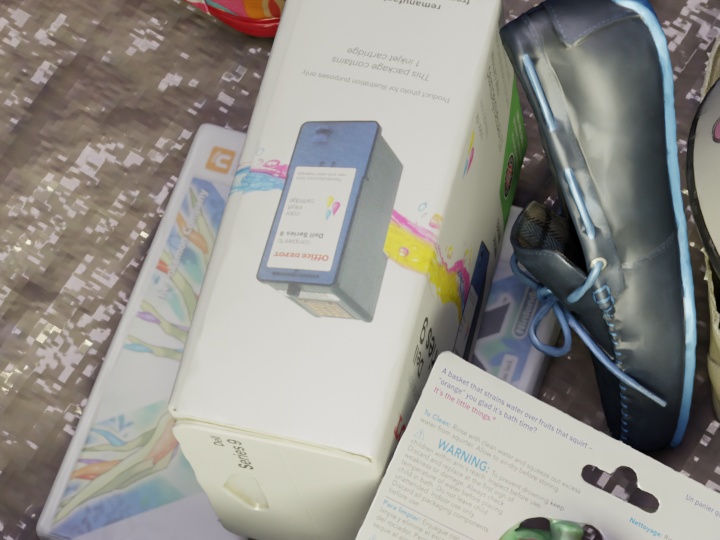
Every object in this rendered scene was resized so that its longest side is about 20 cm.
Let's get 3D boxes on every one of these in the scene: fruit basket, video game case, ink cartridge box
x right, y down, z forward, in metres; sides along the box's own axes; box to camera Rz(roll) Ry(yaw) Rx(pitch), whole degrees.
[{"bbox_3d":[0.062,0.158,0.961,0.185,0.094,0.201,27,75,-18],"label":"fruit basket"},{"bbox_3d":[-0.019,0.048,1.102,0.182,0.022,0.201,15,71,15],"label":"video game case"},{"bbox_3d":[0.000,0.000,1.029,0.087,0.145,0.201,12,69,13],"label":"ink cartridge box"}]

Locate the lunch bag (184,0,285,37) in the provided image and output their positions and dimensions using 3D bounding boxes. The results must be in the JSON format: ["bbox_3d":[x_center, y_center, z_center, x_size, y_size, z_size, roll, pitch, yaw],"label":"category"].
[{"bbox_3d":[-0.065,-0.219,1.189,0.200,0.082,0.176,31,75,20],"label":"lunch bag"}]

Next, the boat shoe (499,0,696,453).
[{"bbox_3d":[0.089,-0.019,1.038,0.068,0.084,0.201,-12,110,-8],"label":"boat shoe"}]

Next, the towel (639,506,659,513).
[{"bbox_3d":[0.195,0.180,1.006,0.199,0.035,0.193,-2,68,9],"label":"towel"}]

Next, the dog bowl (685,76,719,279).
[{"bbox_3d":[0.231,-0.029,1.013,0.199,0.074,0.201,15,50,-19],"label":"dog bowl"}]

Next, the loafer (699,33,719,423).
[{"bbox_3d":[0.177,-0.028,1.077,0.075,0.068,0.201,-2,67,8],"label":"loafer"}]
